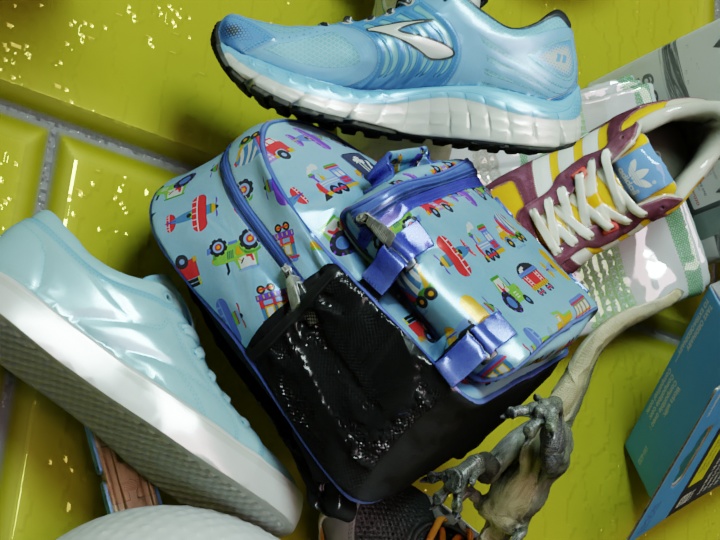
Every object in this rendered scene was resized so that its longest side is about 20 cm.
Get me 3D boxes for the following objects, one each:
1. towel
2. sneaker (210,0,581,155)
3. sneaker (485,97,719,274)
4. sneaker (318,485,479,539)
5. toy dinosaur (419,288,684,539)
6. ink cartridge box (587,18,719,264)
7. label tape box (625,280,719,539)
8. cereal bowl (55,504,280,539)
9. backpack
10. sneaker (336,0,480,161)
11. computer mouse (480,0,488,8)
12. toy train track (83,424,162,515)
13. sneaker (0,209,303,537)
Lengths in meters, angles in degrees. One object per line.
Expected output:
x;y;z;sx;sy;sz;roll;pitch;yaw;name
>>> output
0.118;-0.031;0.907;0.198;0.031;0.151;-17;86;-24;towel
0.020;-0.115;0.770;0.198;0.078;0.091;7;91;-6;sneaker
0.132;-0.044;0.854;0.199;0.090;0.075;-37;95;-22;sneaker
0.061;0.176;0.806;0.200;0.077;0.079;40;60;-19;sneaker
0.083;0.088;0.719;0.047;0.201;0.088;38;19;30;toy dinosaur
0.255;-0.087;0.942;0.083;0.199;0.148;-14;85;-34;ink cartridge box
0.231;0.069;0.910;0.199;0.145;0.063;-19;52;-38;label tape box
-0.083;0.210;0.646;0.198;0.083;0.203;0;90;-17;cereal bowl
0.000;0.000;0.742;0.200;0.135;0.182;50;23;14;backpack
0.030;-0.125;0.828;0.070;0.080;0.203;9;94;-6;sneaker
0.039;-0.266;0.878;0.137;0.053;0.202;16;81;-8;computer mouse
-0.112;0.130;0.725;0.114;0.032;0.202;-11;78;-30;toy train track
-0.096;0.044;0.703;0.200;0.074;0.082;40;61;-10;sneaker
